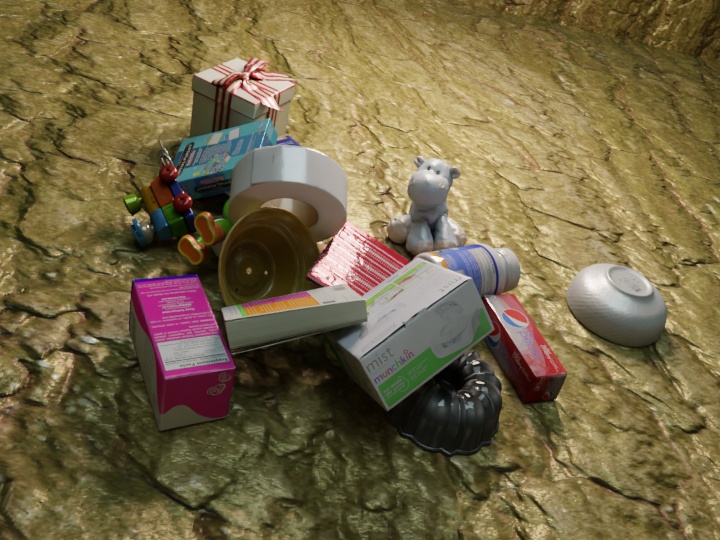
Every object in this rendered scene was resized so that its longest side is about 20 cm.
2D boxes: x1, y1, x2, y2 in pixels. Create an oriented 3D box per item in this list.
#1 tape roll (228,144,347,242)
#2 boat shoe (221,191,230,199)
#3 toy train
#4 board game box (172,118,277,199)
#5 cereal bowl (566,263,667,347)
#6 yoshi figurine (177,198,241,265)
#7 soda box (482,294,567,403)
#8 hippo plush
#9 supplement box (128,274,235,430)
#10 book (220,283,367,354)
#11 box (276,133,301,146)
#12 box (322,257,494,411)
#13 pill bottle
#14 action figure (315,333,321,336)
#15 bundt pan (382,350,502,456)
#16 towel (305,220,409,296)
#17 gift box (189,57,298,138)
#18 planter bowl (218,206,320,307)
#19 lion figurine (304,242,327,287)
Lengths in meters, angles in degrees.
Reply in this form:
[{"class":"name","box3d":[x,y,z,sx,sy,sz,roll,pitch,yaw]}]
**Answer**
[{"class":"tape roll","box3d":[-0.119,-0.121,1.197,0.198,0.203,0.072,7,62,-12]},{"class":"boat shoe","box3d":[-0.203,-0.132,1.388,0.197,0.063,0.075,22,44,21]},{"class":"toy train","box3d":[-0.375,-0.139,1.288,0.114,0.085,0.202,-25,63,-14]},{"class":"board game box","box3d":[-0.268,-0.212,1.389,0.196,0.047,0.153,-10,43,17]},{"class":"cereal bowl","box3d":[0.510,0.051,1.410,0.196,0.084,0.202,11,35,-8]},{"class":"yoshi figurine","box3d":[-0.239,-0.081,1.272,0.110,0.114,0.199,8,14,24]},{"class":"soda box","box3d":[0.269,0.129,1.230,0.069,0.064,0.201,-1,39,-22]},{"class":"hippo plush","box3d":[0.157,-0.134,1.448,0.157,0.163,0.200,25,37,13]},{"class":"supplement box","box3d":[-0.257,0.110,1.018,0.102,0.102,0.201,-4,41,-27]},{"class":"book","box3d":[-0.101,0.060,1.048,0.196,0.049,0.134,-11,13,-12]},{"class":"box","box3d":[-0.156,-0.211,1.422,0.119,0.033,0.200,-19,39,-24]},{"class":"box","box3d":[0.063,0.083,1.056,0.198,0.098,0.176,-34,21,-13]},{"class":"pill bottle","box3d":[0.193,0.012,1.313,0.197,0.114,0.112,-10,43,-32]},{"class":"action figure","box3d":[-0.023,0.051,1.214,0.051,0.067,0.199,12,21,34]},{"class":"bundt pan","box3d":[0.130,0.178,1.102,0.198,0.077,0.204,10,35,-7]},{"class":"towel","box3d":[0.000,0.000,1.221,0.143,0.023,0.201,33,36,0]},{"class":"gift box","box3d":[-0.241,-0.344,1.551,0.197,0.189,0.185,23,36,11]},{"class":"planter bowl","box3d":[-0.164,0.001,1.176,0.198,0.205,0.083,-20,12,-39]},{"class":"lion figurine","box3d":[-0.066,-0.026,1.314,0.120,0.074,0.200,-12,29,-18]}]
